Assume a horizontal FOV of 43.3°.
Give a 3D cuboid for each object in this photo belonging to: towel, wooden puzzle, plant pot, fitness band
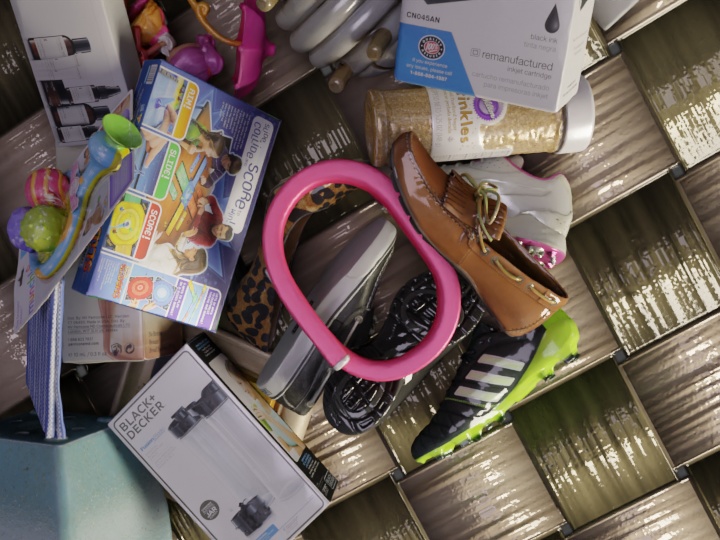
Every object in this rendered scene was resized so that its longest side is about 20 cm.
[{"bbox_3d":[-0.295,0.063,0.857,0.023,0.199,0.149,0,96,-25],"label":"towel"},{"bbox_3d":[-0.157,0.154,0.915,0.196,0.037,0.189,21,99,6],"label":"wooden puzzle"},{"bbox_3d":[-0.299,0.244,0.862,0.191,0.196,0.206,2,93,18],"label":"plant pot"},{"bbox_3d":[0.000,0.000,0.790,0.143,0.037,0.201,-37,91,-1],"label":"fitness band"}]

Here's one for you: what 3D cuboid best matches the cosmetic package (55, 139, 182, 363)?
[{"bbox_3d":[-0.225,-0.019,0.858,0.085,0.103,0.206,-3,90,11],"label":"cosmetic package"}]

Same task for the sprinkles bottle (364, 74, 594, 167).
[{"bbox_3d":[0.103,-0.132,0.798,0.195,0.068,0.070,-6,97,-7],"label":"sprinkles bottle"}]

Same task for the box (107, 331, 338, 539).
[{"bbox_3d":[-0.129,0.175,0.863,0.116,0.060,0.201,-41,90,10],"label":"box"}]

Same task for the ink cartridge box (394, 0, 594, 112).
[{"bbox_3d":[0.112,-0.244,0.711,0.142,0.084,0.204,15,116,19],"label":"ink cartridge box"}]

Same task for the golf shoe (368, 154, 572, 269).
[{"bbox_3d":[0.102,-0.070,0.840,0.196,0.075,0.093,20,77,8],"label":"golf shoe"}]

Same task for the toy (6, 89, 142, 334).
[{"bbox_3d":[-0.254,-0.055,0.754,0.047,0.117,0.199,27,124,-37],"label":"toy"}]

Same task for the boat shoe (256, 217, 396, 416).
[{"bbox_3d":[-0.019,0.044,0.865,0.063,0.071,0.202,34,93,-16],"label":"boat shoe"}]

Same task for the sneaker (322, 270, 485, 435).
[{"bbox_3d":[0.042,0.075,0.859,0.199,0.091,0.076,-42,75,-10],"label":"sneaker"}]

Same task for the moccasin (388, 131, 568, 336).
[{"bbox_3d":[0.098,-0.035,0.755,0.077,0.074,0.202,-34,100,27],"label":"moccasin"}]

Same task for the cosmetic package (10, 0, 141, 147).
[{"bbox_3d":[-0.239,-0.208,0.756,0.080,0.051,0.204,-5,122,6],"label":"cosmetic package"}]

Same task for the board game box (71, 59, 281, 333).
[{"bbox_3d":[-0.156,-0.061,0.792,0.034,0.134,0.204,13,84,48],"label":"board game box"}]

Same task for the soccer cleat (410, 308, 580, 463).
[{"bbox_3d":[0.117,0.103,0.859,0.199,0.067,0.082,-42,72,10],"label":"soccer cleat"}]

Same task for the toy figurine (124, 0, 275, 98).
[{"bbox_3d":[-0.171,-0.225,0.823,0.200,0.150,0.184,-45,98,2],"label":"toy figurine"}]

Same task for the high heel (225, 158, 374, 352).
[{"bbox_3d":[-0.052,-0.014,0.858,0.197,0.071,0.145,-21,90,24],"label":"high heel"}]

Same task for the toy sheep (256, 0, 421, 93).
[{"bbox_3d":[-0.013,-0.234,0.798,0.137,0.138,0.201,-37,109,11],"label":"toy sheep"}]

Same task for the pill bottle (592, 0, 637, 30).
[{"bbox_3d":[0.179,-0.312,0.766,0.113,0.114,0.201,-41,90,11],"label":"pill bottle"}]
